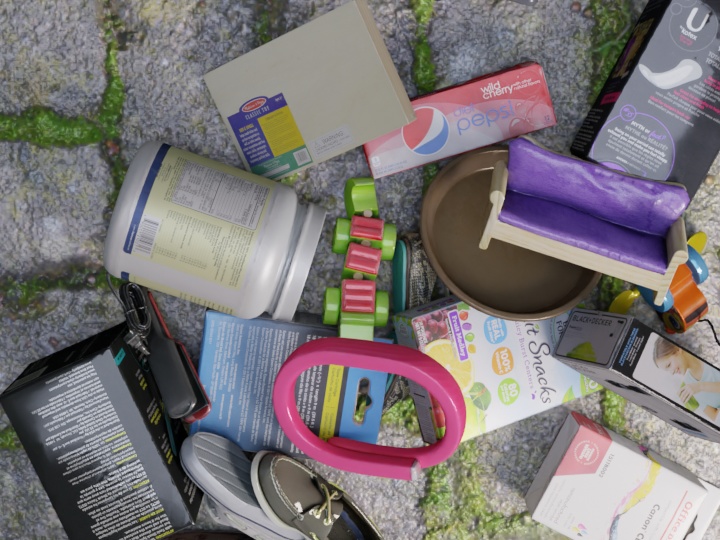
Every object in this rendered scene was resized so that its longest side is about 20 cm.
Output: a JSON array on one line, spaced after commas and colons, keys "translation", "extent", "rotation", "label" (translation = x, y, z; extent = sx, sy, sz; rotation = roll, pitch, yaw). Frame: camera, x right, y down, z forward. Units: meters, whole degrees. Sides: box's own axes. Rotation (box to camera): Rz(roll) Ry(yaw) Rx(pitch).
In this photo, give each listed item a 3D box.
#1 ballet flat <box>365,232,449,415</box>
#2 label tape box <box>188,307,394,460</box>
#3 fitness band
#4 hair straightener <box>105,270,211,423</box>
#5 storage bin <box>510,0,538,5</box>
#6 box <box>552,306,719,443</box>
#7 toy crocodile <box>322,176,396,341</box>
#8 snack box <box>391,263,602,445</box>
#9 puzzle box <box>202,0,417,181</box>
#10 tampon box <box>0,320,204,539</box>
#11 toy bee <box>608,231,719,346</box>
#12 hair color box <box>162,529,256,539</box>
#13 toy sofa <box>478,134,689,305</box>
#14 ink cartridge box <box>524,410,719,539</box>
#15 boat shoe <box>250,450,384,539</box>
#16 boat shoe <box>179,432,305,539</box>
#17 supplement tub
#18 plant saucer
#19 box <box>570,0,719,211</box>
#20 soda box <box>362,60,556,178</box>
[{"translation": [0.060, 0.062, 1.447], "extent": [0.075, 0.068, 0.202], "rotation": [8, 96, -17], "label": "ballet flat"}, {"translation": [-0.074, 0.120, 1.449], "extent": [0.198, 0.063, 0.145], "rotation": [9, 99, -3], "label": "label tape box"}, {"translation": [0.007, 0.138, 1.364], "extent": [0.198, 0.037, 0.145], "rotation": [6, 120, 18], "label": "fitness band"}, {"translation": [-0.214, 0.060, 1.402], "extent": [0.041, 0.077, 0.201], "rotation": [-26, 71, 12], "label": "hair straightener"}, {"translation": [0.119, -0.349, 1.354], "extent": [0.198, 0.146, 0.135], "rotation": [14, 108, -3], "label": "storage bin"}, {"translation": [0.310, 0.111, 1.404], "extent": [0.199, 0.117, 0.060], "rotation": [30, 82, -22], "label": "box"}, {"translation": [0.000, 0.000, 1.409], "extent": [0.067, 0.062, 0.201], "rotation": [8, 68, -4], "label": "toy crocodile"}, {"translation": [0.145, 0.085, 1.424], "extent": [0.199, 0.053, 0.143], "rotation": [-18, 101, -21], "label": "snack box"}, {"translation": [-0.054, -0.177, 1.379], "extent": [0.199, 0.025, 0.134], "rotation": [-20, 100, 30], "label": "puzzle box"}, {"translation": [-0.260, 0.177, 1.408], "extent": [0.126, 0.150, 0.201], "rotation": [-23, 98, 3], "label": "tampon box"}, {"translation": [0.320, 0.026, 1.434], "extent": [0.130, 0.109, 0.201], "rotation": [-16, 70, -5], "label": "toy bee"}, {"translation": [-0.212, 0.318, 1.457], "extent": [0.198, 0.100, 0.061], "rotation": [2, 97, -2], "label": "hair color box"}, {"translation": [0.220, -0.051, 1.333], "extent": [0.199, 0.083, 0.098], "rotation": [18, 119, 1], "label": "toy sofa"}, {"translation": [0.293, 0.252, 1.476], "extent": [0.199, 0.068, 0.117], "rotation": [26, 97, -5], "label": "ink cartridge box"}, {"translation": [-0.041, 0.253, 1.431], "extent": [0.060, 0.072, 0.202], "rotation": [-10, 134, 35], "label": "boat shoe"}, {"translation": [-0.131, 0.241, 1.428], "extent": [0.067, 0.074, 0.200], "rotation": [-31, 128, 21], "label": "boat shoe"}, {"translation": [-0.147, -0.036, 1.382], "extent": [0.199, 0.145, 0.146], "rotation": [18, 98, -4], "label": "supplement tub"}, {"translation": [0.156, -0.036, 1.404], "extent": [0.198, 0.030, 0.202], "rotation": [4, 65, -8], "label": "plant saucer"}, {"translation": [0.318, -0.179, 1.392], "extent": [0.122, 0.106, 0.201], "rotation": [28, 97, -5], "label": "box"}, {"translation": [0.097, -0.156, 1.412], "extent": [0.199, 0.063, 0.071], "rotation": [-17, 98, 2], "label": "soda box"}]
